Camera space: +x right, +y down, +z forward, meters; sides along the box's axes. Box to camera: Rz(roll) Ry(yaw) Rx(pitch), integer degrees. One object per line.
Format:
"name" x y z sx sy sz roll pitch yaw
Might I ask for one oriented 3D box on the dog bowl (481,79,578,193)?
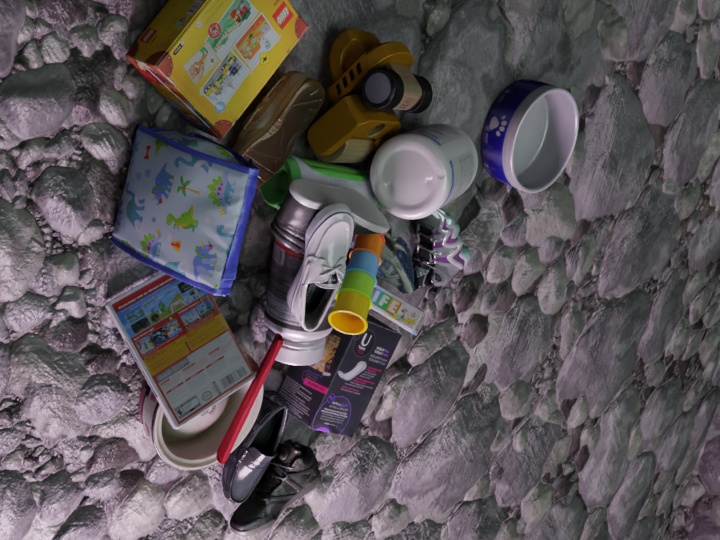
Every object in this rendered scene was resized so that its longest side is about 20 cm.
"dog bowl" 0.319 -0.252 1.768 0.199 0.079 0.202 -23 127 -36

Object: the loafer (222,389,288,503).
"loafer" -0.173 0.297 1.559 0.068 0.070 0.202 17 98 -38

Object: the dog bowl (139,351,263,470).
"dog bowl" -0.247 0.198 1.433 0.199 0.074 0.202 -23 125 -37

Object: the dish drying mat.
"dish drying mat" -0.164 0.190 1.411 0.018 0.077 0.201 27 91 -5

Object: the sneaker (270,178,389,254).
"sneaker" -0.050 -0.069 1.386 0.199 0.071 0.099 13 129 -44

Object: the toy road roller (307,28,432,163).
"toy road roller" -0.003 -0.268 1.414 0.200 0.147 0.123 -39 164 29

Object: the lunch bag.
"lunch bag" -0.214 -0.080 1.223 0.127 0.199 0.172 2 109 -45

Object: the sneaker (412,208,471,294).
"sneaker" 0.121 -0.025 1.687 0.140 0.077 0.200 -52 138 -12

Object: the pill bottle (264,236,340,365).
"pill bottle" -0.090 0.038 1.477 0.113 0.113 0.202 -10 117 -42

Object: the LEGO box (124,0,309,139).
"LEGO box" -0.182 -0.300 1.229 0.201 0.077 0.149 -54 138 -10

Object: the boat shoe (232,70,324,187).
"boat shoe" -0.133 -0.198 1.345 0.200 0.066 0.074 -48 140 4

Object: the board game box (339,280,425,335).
"board game box" 0.040 0.055 1.537 0.034 0.134 0.200 -60 173 -3

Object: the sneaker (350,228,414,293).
"sneaker" 0.030 -0.024 1.599 0.200 0.084 0.078 53 28 -45

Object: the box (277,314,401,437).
"box" -0.039 0.165 1.603 0.122 0.106 0.201 24 93 -48

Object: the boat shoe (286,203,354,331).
"boat shoe" -0.048 -0.001 1.346 0.073 0.066 0.201 -3 130 -27

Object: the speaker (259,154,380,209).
"speaker" -0.056 -0.125 1.446 0.199 0.088 0.089 5 107 -46

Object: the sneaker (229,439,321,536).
"sneaker" -0.152 0.364 1.620 0.199 0.076 0.115 -32 129 -34

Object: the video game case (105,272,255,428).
"video game case" -0.253 0.101 1.338 0.142 0.017 0.201 -32 98 -30

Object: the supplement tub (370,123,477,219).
"supplement tub" 0.105 -0.162 1.505 0.200 0.131 0.133 -31 136 -66

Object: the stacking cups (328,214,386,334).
"stacking cups" 0.000 0.000 1.422 0.061 0.060 0.201 62 31 -44
